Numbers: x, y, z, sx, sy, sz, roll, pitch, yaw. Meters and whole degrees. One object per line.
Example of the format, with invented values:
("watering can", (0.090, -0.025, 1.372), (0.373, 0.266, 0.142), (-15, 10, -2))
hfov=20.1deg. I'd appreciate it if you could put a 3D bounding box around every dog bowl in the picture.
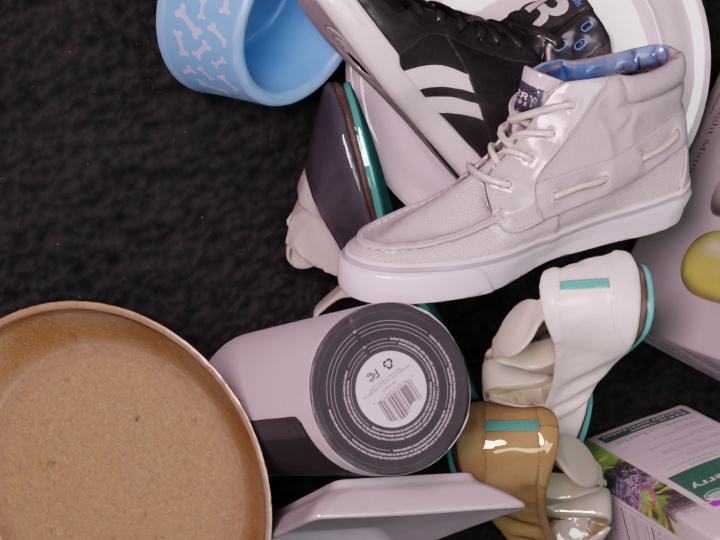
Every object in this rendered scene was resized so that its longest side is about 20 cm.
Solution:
("dog bowl", (-0.023, -0.171, 1.029), (0.200, 0.049, 0.111), (-58, 147, -2))

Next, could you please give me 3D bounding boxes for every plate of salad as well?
("plate of salad", (0.090, -0.111, 1.102), (0.199, 0.048, 0.201), (-1, 100, -5))

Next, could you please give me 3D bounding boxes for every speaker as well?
("speaker", (-0.019, 0.062, 1.009), (0.081, 0.200, 0.082), (2, 84, -20))

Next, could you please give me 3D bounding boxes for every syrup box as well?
("syrup box", (0.190, 0.138, 1.084), (0.078, 0.200, 0.082), (-19, 102, -12))

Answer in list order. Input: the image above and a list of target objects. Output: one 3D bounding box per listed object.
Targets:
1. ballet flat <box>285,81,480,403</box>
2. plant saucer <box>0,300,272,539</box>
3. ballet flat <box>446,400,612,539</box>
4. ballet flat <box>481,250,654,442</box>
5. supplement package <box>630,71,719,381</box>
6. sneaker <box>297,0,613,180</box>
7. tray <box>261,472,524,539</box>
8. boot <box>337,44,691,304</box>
("ballet flat", (0.000, 0.000, 1.080), (0.073, 0.073, 0.201), (-27, 111, -12))
("plant saucer", (-0.131, 0.112, 1.032), (0.199, 0.035, 0.201), (3, 99, 19))
("ballet flat", (0.102, 0.124, 1.072), (0.063, 0.200, 0.069), (-11, 64, 16))
("ballet flat", (0.096, 0.046, 1.064), (0.069, 0.200, 0.070), (4, 63, -8))
("supplement package", (0.263, -0.016, 1.086), (0.147, 0.200, 0.192), (26, 89, -18))
("sneaker", (0.057, -0.119, 1.023), (0.112, 0.073, 0.200), (-45, 127, -1))
("tray", (0.000, 0.126, 1.034), (0.107, 0.200, 0.022), (-2, 77, -18))
("boot", (0.074, -0.053, 0.986), (0.199, 0.073, 0.096), (-18, 119, -28))
